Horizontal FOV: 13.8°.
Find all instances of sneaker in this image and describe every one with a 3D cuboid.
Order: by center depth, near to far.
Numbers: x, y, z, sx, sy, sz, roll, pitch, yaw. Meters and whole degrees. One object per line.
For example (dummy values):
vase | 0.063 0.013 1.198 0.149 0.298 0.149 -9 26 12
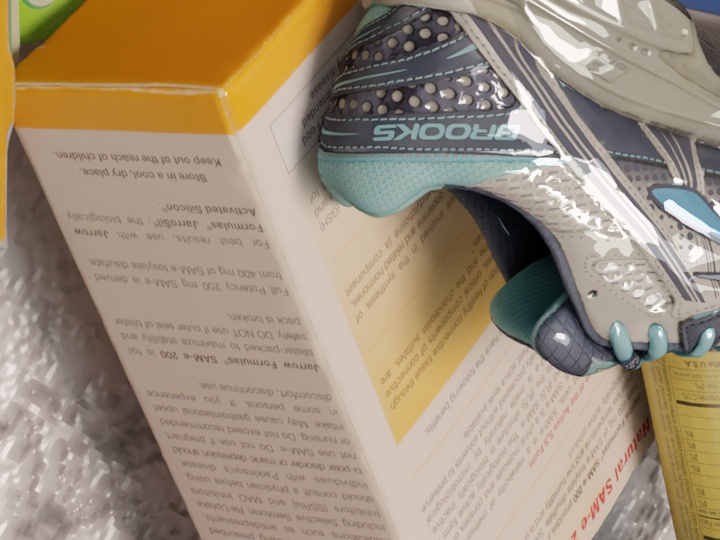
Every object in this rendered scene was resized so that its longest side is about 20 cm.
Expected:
sneaker | 0.074 -0.008 0.717 0.200 0.078 0.086 29 83 -18

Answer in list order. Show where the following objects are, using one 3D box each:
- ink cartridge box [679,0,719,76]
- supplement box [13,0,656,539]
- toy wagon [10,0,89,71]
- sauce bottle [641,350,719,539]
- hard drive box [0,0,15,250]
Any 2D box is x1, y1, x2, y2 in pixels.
ink cartridge box | 0.164 -0.067 0.820 0.136 0.200 0.076 31 84 -41
supplement box | 0.000 0.000 0.772 0.126 0.073 0.200 -51 132 -40
toy wagon | -0.131 -0.072 0.684 0.200 0.040 0.155 -11 112 -36
sauce bottle | 0.118 0.065 0.830 0.065 0.065 0.200 -27 116 -30
hard drive box | -0.171 -0.069 0.557 0.200 0.077 0.156 -12 125 -23
